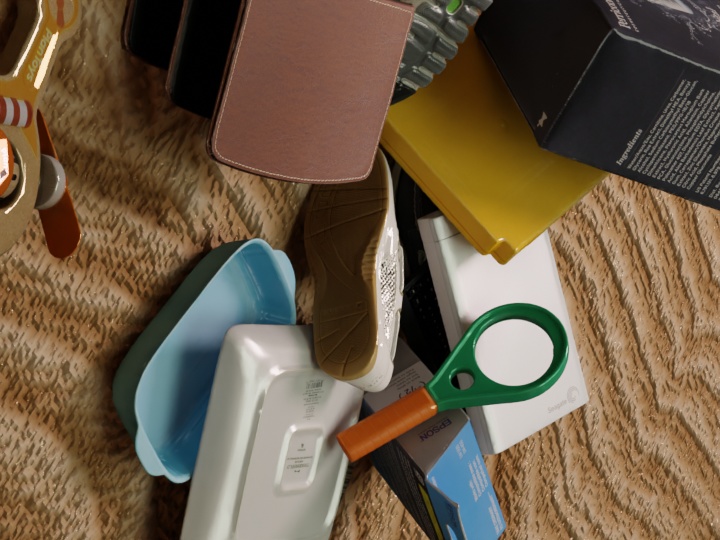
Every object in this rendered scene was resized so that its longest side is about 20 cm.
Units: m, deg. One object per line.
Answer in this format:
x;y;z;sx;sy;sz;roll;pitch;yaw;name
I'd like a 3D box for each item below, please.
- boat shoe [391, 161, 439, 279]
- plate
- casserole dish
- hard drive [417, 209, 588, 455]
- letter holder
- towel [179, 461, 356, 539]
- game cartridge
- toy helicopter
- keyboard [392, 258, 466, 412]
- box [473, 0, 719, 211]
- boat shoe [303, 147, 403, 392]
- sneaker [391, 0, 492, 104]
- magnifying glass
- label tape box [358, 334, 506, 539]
0.066;-0.018;1.666;0.075;0.062;0.200;-34;129;-45;boat shoe
-0.057;0.140;1.506;0.200;0.032;0.200;2;102;-59;plate
-0.117;0.062;1.440;0.200;0.039;0.121;-55;142;-31;casserole dish
0.120;0.036;1.623;0.132;0.027;0.200;-24;103;-43;hard drive
-0.069;-0.140;1.378;0.200;0.101;0.142;4;101;-57;letter holder
-0.081;0.195;1.563;0.200;0.035;0.193;28;81;-59;towel
0.109;-0.112;1.621;0.200;0.176;0.032;-38;175;-43;game cartridge
-0.209;-0.096;1.207;0.132;0.079;0.200;48;49;-46;toy helicopter
0.095;0.060;1.657;0.104;0.040;0.200;-46;138;-21;keyboard
0.223;-0.165;1.593;0.200;0.197;0.117;16;119;-26;box
0.000;0.000;1.533;0.069;0.071;0.200;43;45;-56;boat shoe
0.042;-0.221;1.541;0.200;0.116;0.075;-43;132;14;sneaker
0.073;0.091;1.543;0.200;0.080;0.022;-28;152;-11;magnifying glass
0.064;0.161;1.605;0.066;0.200;0.143;-31;134;-12;label tape box
